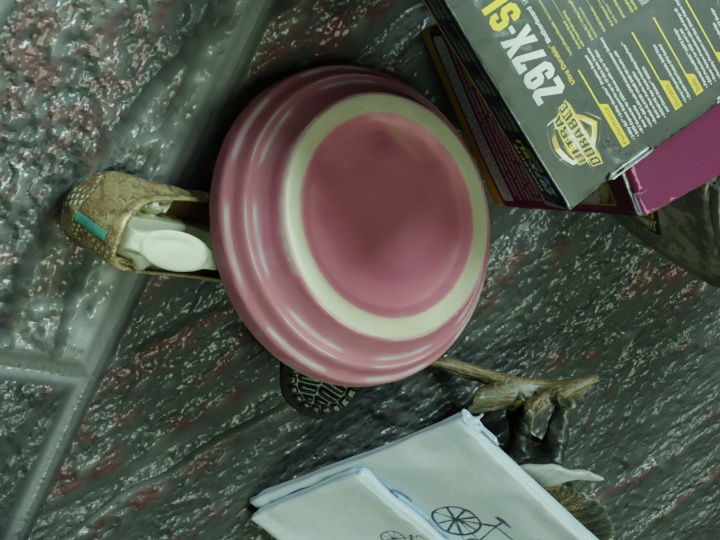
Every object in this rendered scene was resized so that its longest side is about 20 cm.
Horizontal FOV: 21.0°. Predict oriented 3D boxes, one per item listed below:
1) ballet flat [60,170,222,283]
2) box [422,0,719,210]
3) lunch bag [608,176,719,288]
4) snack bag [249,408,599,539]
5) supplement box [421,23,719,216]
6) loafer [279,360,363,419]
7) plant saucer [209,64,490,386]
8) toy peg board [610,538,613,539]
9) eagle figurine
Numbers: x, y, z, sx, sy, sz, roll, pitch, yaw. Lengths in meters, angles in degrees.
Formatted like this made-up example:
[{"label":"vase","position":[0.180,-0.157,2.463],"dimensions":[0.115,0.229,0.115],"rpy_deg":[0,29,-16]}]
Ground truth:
[{"label":"ballet flat","position":[-0.090,-0.016,1.197],"dimensions":[0.200,0.065,0.071],"rpy_deg":[4,117,-38]},{"label":"box","position":[0.118,-0.159,1.026],"dimensions":[0.160,0.049,0.200],"rpy_deg":[-35,106,-6]},{"label":"lunch bag","position":[0.243,-0.059,1.335],"dimensions":[0.200,0.164,0.118],"rpy_deg":[25,101,-43]},{"label":"snack bag","position":[0.053,0.186,1.373],"dimensions":[0.200,0.021,0.189],"rpy_deg":[-25,126,31]},{"label":"supplement box","position":[0.138,-0.113,1.172],"dimensions":[0.103,0.200,0.131],"rpy_deg":[-27,103,-17]},{"label":"loafer","position":[0.000,0.000,1.281],"dimensions":[0.073,0.071,0.200],"rpy_deg":[34,86,-17]},{"label":"plant saucer","position":[0.005,-0.030,1.189],"dimensions":[0.200,0.051,0.201],"rpy_deg":[5,80,-32]},{"label":"toy peg board","position":[0.154,0.330,1.541],"dimensions":[0.200,0.199,0.098],"rpy_deg":[-29,149,-15]},{"label":"eagle figurine","position":[0.117,0.165,1.436],"dimensions":[0.151,0.152,0.200],"rpy_deg":[-21,129,-49]}]
